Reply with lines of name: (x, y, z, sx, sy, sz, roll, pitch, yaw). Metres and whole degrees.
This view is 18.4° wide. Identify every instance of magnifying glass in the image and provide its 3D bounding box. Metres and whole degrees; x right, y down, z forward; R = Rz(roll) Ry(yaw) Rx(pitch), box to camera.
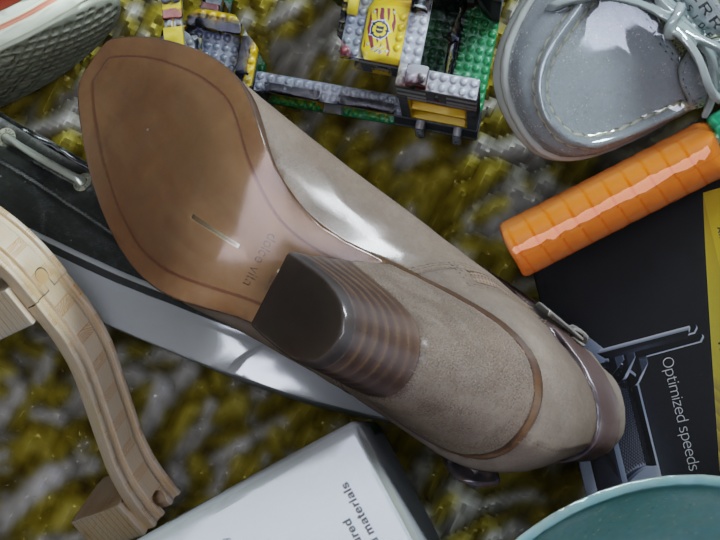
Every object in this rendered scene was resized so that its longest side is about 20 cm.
magnifying glass: (0.138, -0.053, 0.746, 0.199, 0.080, 0.022, -29, 103, 7)

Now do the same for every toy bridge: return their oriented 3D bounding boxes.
toy bridge: (-0.130, 0.013, 0.789, 0.200, 0.067, 0.027, 53, 46, -15)

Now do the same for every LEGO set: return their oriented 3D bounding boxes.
LEGO set: (-0.002, -0.136, 0.799, 0.153, 0.116, 0.201, 19, 86, 4)

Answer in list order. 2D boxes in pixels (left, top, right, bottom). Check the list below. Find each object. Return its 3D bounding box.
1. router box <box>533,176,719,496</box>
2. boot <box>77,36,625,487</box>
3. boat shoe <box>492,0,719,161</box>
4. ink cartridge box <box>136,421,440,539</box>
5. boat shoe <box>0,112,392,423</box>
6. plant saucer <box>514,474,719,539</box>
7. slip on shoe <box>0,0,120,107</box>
router box: (0.154, 0.062, 0.771, 0.156, 0.052, 0.202, -16, 85, 35)
boot: (0.000, 0.000, 0.765, 0.070, 0.146, 0.200, -53, 48, 16)
boat shoe: (0.134, -0.107, 0.745, 0.201, 0.065, 0.075, -32, 101, -4)
ink cartridge box: (-0.065, 0.134, 0.769, 0.199, 0.147, 0.083, -29, 86, 2)
boat shoe: (-0.063, -0.002, 0.816, 0.199, 0.071, 0.064, 23, 88, 6)
plant saucer: (0.095, 0.164, 0.701, 0.198, 0.036, 0.202, 0, 90, -19)
slip on shoe: (-0.187, -0.080, 0.831, 0.199, 0.074, 0.062, -16, 82, 6)
